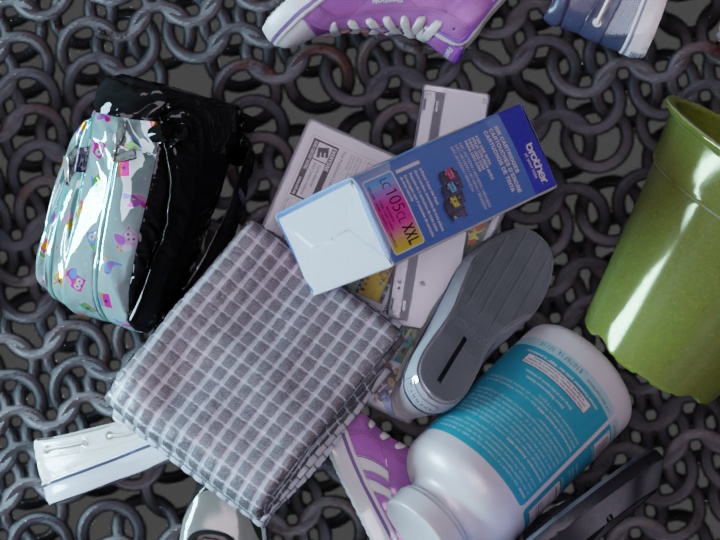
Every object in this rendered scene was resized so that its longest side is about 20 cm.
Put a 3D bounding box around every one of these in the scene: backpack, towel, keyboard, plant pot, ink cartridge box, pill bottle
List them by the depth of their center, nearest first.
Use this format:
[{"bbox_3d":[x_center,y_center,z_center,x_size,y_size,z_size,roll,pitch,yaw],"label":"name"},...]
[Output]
[{"bbox_3d":[0.055,-0.059,1.446,0.200,0.136,0.076,-23,91,-30],"label":"ink cartridge box"},{"bbox_3d":[0.275,-0.004,1.469,0.200,0.200,0.190,32,107,4],"label":"plant pot"},{"bbox_3d":[0.113,0.142,1.474,0.200,0.111,0.111,-41,87,-23],"label":"pill bottle"},{"bbox_3d":[-0.080,0.076,1.478,0.165,0.086,0.200,34,75,15],"label":"towel"},{"bbox_3d":[-0.179,-0.053,1.523,0.126,0.167,0.200,18,96,24],"label":"backpack"},{"bbox_3d":[0.063,-0.051,1.542,0.056,0.011,0.201,9,92,-1],"label":"keyboard"}]

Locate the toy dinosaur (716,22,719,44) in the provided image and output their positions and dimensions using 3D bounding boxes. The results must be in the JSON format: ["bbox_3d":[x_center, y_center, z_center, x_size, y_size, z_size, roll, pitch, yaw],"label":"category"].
[{"bbox_3d":[0.378,-0.195,1.462,0.200,0.136,0.102,24,113,45],"label":"toy dinosaur"}]

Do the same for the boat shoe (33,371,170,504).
[{"bbox_3d":[-0.183,0.123,1.561,0.202,0.075,0.086,-22,85,15],"label":"boat shoe"}]

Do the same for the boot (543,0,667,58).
[{"bbox_3d":[0.219,-0.278,1.510,0.090,0.073,0.200,19,93,-1],"label":"boot"}]

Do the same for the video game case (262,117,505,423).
[{"bbox_3d":[0.000,0.000,1.562,0.182,0.022,0.200,24,92,4],"label":"video game case"}]

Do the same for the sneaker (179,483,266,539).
[{"bbox_3d":[-0.123,0.269,1.550,0.074,0.079,0.201,7,90,7],"label":"sneaker"}]

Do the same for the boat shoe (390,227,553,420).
[{"bbox_3d":[0.082,0.041,1.507,0.074,0.067,0.200,48,53,-6],"label":"boat shoe"}]

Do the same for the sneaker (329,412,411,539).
[{"bbox_3d":[0.040,0.162,1.543,0.114,0.073,0.201,-27,94,-3],"label":"sneaker"}]

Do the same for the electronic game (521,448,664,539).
[{"bbox_3d":[0.156,0.205,1.462,0.200,0.200,0.042,-40,77,5],"label":"electronic game"}]

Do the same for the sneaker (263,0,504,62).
[{"bbox_3d":[0.027,-0.207,1.525,0.200,0.073,0.114,-27,91,5],"label":"sneaker"}]
